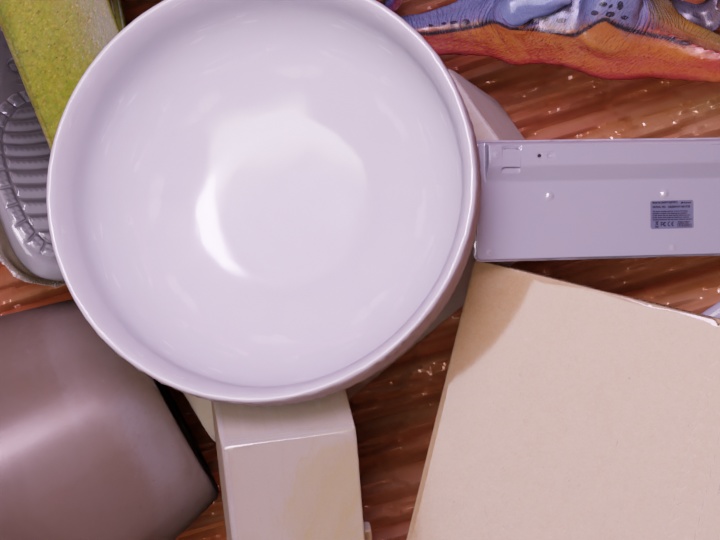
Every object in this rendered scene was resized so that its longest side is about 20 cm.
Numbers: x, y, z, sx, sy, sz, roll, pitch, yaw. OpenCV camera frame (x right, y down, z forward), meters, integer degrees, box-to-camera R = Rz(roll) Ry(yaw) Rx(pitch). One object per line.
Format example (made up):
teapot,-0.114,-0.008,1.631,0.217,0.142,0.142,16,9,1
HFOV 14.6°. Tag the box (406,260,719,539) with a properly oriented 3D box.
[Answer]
box,0.107,0.109,1.313,0.163,0.021,0.200,14,92,16

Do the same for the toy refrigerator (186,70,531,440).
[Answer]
toy refrigerator,0.000,0.000,1.387,0.200,0.070,0.076,-41,63,13

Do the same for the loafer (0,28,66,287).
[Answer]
loafer,-0.168,-0.064,1.412,0.070,0.075,0.200,117,146,-43

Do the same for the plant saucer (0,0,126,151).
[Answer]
plant saucer,-0.154,-0.180,1.334,0.048,0.200,0.200,-15,49,1

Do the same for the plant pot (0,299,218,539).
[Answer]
plant pot,-0.173,0.100,1.401,0.173,0.200,0.200,-29,85,-3

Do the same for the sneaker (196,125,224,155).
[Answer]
sneaker,-0.054,-0.084,1.393,0.077,0.084,0.200,35,107,-17

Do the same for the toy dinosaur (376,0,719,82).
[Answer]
toy dinosaur,0.092,-0.123,1.324,0.181,0.105,0.200,-26,70,-5

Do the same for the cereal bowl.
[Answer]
cereal bowl,-0.039,-0.034,1.306,0.200,0.083,0.201,-1,83,11

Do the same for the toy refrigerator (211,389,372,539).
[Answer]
toy refrigerator,-0.028,0.142,1.358,0.070,0.076,0.200,-7,120,-5

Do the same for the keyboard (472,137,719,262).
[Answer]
keyboard,0.147,-0.034,1.335,0.200,0.011,0.056,-2,98,-18

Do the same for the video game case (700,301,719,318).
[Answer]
video game case,0.180,0.122,1.381,0.200,0.022,0.182,-34,84,13
